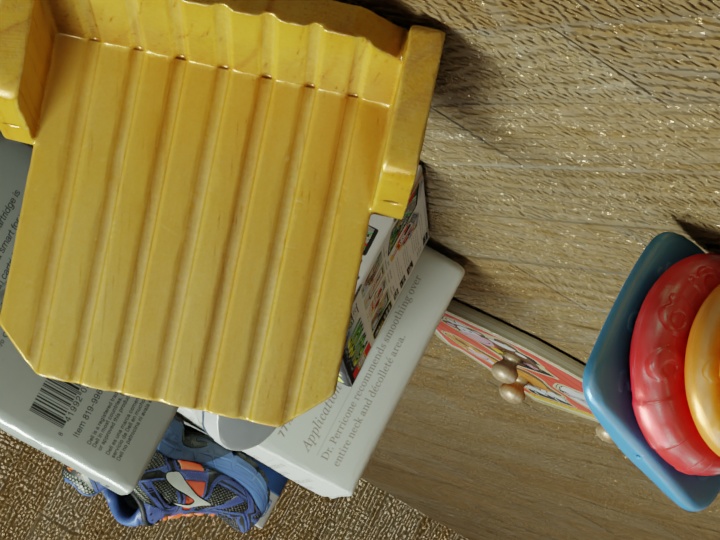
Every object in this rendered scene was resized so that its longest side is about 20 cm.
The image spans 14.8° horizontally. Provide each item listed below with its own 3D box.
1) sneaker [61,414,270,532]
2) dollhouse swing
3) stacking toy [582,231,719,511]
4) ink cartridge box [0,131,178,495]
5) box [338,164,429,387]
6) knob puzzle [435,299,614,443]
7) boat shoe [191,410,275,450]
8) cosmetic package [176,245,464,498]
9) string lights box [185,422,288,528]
[{"bbox_3d":[-0.134,0.134,1.821,0.075,0.079,0.200,23,172,41],"label":"sneaker"},{"bbox_3d":[-0.079,-0.032,1.284,0.198,0.177,0.182,13,172,0],"label":"dollhouse swing"},{"bbox_3d":[0.214,0.047,1.296,0.199,0.110,0.116,0,142,49],"label":"stacking toy"},{"bbox_3d":[-0.181,0.014,1.527,0.199,0.147,0.083,30,171,-6],"label":"ink cartridge box"},{"bbox_3d":[0.000,0.000,1.619,0.035,0.111,0.200,27,171,7],"label":"box"},{"bbox_3d":[0.116,0.075,1.985,0.219,0.031,0.220,28,172,4],"label":"knob puzzle"},{"bbox_3d":[-0.073,0.007,1.664,0.073,0.201,0.065,0,-157,-40],"label":"boat shoe"},{"bbox_3d":[-0.062,0.030,1.811,0.199,0.168,0.166,29,173,-2],"label":"cosmetic package"},{"bbox_3d":[-0.071,0.070,1.969,0.102,0.201,0.059,21,169,43],"label":"string lights box"}]
